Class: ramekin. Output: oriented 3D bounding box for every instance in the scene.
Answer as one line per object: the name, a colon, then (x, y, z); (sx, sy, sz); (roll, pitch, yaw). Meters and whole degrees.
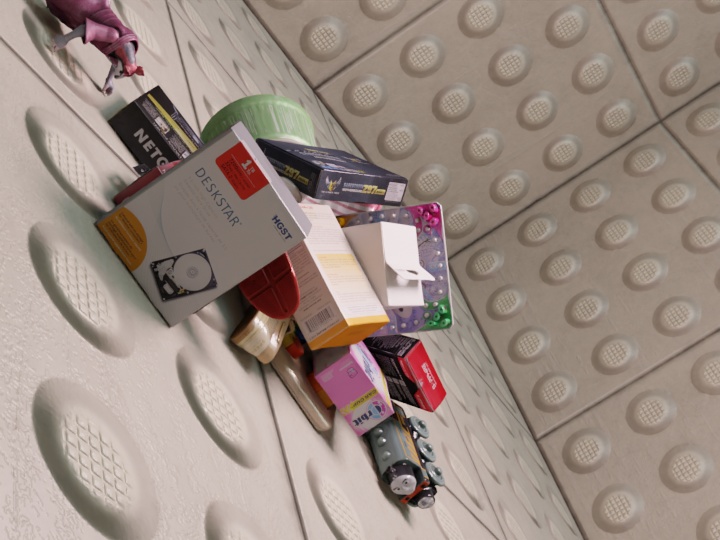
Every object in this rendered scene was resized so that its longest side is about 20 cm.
ramekin: (-0.162, -0.182, 1.824); (0.200, 0.200, 0.098); (46, 16, -48)

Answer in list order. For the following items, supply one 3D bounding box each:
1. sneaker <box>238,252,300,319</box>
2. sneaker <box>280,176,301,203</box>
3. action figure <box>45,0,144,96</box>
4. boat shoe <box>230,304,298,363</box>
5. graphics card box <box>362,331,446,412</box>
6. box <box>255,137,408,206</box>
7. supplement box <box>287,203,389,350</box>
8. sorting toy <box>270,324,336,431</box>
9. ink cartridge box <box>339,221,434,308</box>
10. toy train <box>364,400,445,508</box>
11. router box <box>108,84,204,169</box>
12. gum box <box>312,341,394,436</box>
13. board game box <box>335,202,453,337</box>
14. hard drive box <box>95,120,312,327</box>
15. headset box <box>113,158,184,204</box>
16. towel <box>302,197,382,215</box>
sneaker: (-0.128, -0.030, 1.421); (0.200, 0.078, 0.116); (60, 12, 5)
sneaker: (-0.188, -0.064, 1.659); (0.077, 0.146, 0.202); (48, -28, -12)
action figure: (-0.360, -0.345, 1.558); (0.200, 0.149, 0.134); (45, 0, 15)
boat shoe: (-0.121, 0.066, 1.541); (0.065, 0.071, 0.200); (44, 29, -9)
graphics card box: (0.038, 0.153, 1.810); (0.200, 0.051, 0.126); (11, -41, 45)
box: (-0.048, -0.151, 1.709); (0.200, 0.051, 0.158); (3, 19, -47)
supplement box: (-0.057, 0.007, 1.556); (0.126, 0.073, 0.200); (0, 60, -61)
sorting toy: (-0.085, 0.135, 1.663); (0.185, 0.036, 0.200); (56, 10, -6)
ink cartridge box: (0.000, 0.000, 1.669); (0.128, 0.199, 0.126); (1, 82, -63)
toy train: (0.064, 0.295, 1.786); (0.114, 0.085, 0.200); (35, 22, -34)
router box: (-0.273, -0.170, 1.634); (0.200, 0.052, 0.157); (53, 12, -12)
gum box: (-0.015, 0.153, 1.669); (0.114, 0.066, 0.200); (55, 5, -14)
board game box: (0.040, 0.002, 1.747); (0.026, 0.199, 0.201); (4, 80, -70)
hard drive box: (-0.183, -0.056, 1.306); (0.156, 0.200, 0.077); (54, 10, -10)
headset box: (-0.230, -0.057, 1.446); (0.200, 0.077, 0.149); (55, 10, -6)
towel: (-0.062, -0.070, 1.850); (0.146, 0.200, 0.030); (22, -18, 22)
